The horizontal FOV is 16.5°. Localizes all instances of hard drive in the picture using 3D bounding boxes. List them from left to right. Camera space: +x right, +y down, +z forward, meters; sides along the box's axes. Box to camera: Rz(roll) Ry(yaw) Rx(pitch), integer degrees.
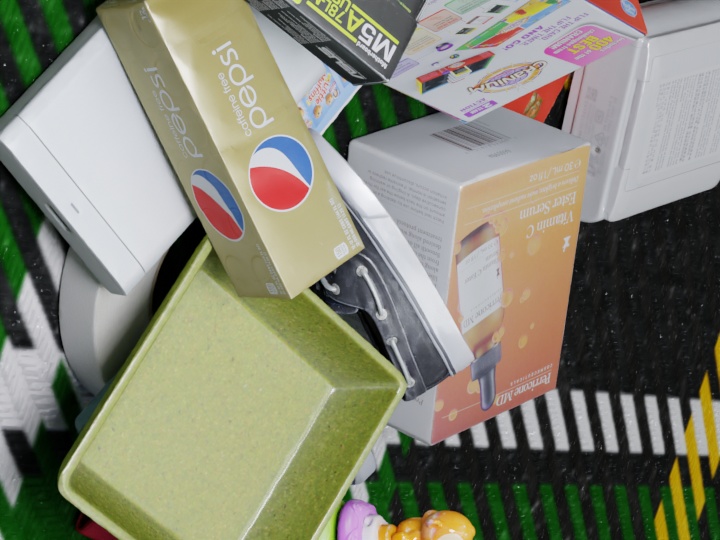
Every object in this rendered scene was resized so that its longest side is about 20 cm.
[{"bbox_3d":[-0.121,-0.102,1.515,0.200,0.027,0.132,-50,120,-22],"label":"hard drive"}]

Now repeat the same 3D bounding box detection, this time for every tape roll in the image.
[{"bbox_3d":[-0.112,0.002,1.614,0.202,0.037,0.204,-29,130,-41],"label":"tape roll"}]

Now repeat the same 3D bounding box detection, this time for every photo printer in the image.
[{"bbox_3d":[0.241,-0.134,1.960,0.199,0.069,0.168,-19,126,-48],"label":"photo printer"}]

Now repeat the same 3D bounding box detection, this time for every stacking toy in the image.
[{"bbox_3d":[-0.018,0.188,1.653,0.116,0.199,0.110,57,30,-50],"label":"stacking toy"}]

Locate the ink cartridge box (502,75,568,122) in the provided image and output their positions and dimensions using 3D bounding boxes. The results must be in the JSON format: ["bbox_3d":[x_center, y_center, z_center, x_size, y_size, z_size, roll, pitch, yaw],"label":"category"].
[{"bbox_3d":[0.136,-0.197,1.813,0.200,0.057,0.163,38,78,-49],"label":"ink cartridge box"}]

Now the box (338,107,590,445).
[{"bbox_3d":[0.069,-0.001,1.786,0.152,0.106,0.201,-21,125,-45],"label":"box"}]

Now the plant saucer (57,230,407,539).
[{"bbox_3d":[-0.088,0.098,1.570,0.200,0.048,0.201,43,70,-37],"label":"plant saucer"}]

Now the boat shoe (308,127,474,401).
[{"bbox_3d":[0.000,0.000,1.649,0.068,0.072,0.201,-35,116,-5],"label":"boat shoe"}]

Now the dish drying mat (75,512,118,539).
[{"bbox_3d":[-0.119,0.168,1.715,0.200,0.018,0.077,30,84,-55],"label":"dish drying mat"}]

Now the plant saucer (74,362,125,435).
[{"bbox_3d":[-0.109,0.049,1.597,0.200,0.019,0.070,-50,141,-22],"label":"plant saucer"}]

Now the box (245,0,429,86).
[{"bbox_3d":[-0.021,-0.242,1.453,0.200,0.047,0.194,36,74,-30],"label":"box"}]

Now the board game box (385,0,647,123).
[{"bbox_3d":[0.074,-0.166,1.627,0.200,0.152,0.041,20,51,-54],"label":"board game box"}]

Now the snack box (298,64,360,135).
[{"bbox_3d":[0.002,-0.175,1.670,0.200,0.024,0.072,-52,142,-20],"label":"snack box"}]

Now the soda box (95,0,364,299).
[{"bbox_3d":[-0.077,-0.085,1.482,0.064,0.068,0.201,-35,109,-27],"label":"soda box"}]

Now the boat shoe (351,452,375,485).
[{"bbox_3d":[-0.042,0.106,1.732,0.062,0.072,0.200,-36,151,-4],"label":"boat shoe"}]
